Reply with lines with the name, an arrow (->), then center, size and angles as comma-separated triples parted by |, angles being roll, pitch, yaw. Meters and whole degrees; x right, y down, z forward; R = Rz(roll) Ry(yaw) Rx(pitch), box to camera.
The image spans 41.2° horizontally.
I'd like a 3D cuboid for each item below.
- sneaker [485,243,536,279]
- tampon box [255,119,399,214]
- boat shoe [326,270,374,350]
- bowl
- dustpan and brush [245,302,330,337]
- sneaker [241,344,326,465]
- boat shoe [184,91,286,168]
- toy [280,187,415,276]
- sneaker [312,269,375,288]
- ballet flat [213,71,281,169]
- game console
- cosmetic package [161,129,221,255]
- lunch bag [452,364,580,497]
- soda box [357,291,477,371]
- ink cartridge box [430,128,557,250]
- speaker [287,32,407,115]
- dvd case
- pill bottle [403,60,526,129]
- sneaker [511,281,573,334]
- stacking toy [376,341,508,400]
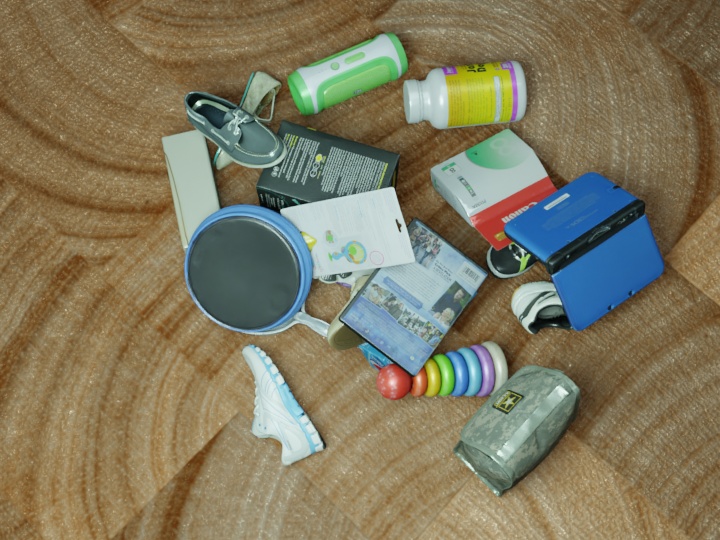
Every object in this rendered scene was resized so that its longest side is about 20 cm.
sneaker -> 0.291, -0.062, 1.567 | 0.200, 0.083, 0.072 | -32, 73, -12
tampon box -> -0.050, -0.131, 1.549 | 0.199, 0.150, 0.127 | 18, 71, 5
boat shoe -> 0.019, 0.041, 1.476 | 0.200, 0.072, 0.065 | -43, 48, -10
bowl -> -0.174, 0.001, 1.458 | 0.200, 0.039, 0.202 | 3, 107, 9
dustpan and brush -> -0.118, 0.063, 1.522 | 0.199, 0.057, 0.140 | 30, 72, 9
sneaker -> -0.139, 0.207, 1.465 | 0.086, 0.075, 0.200 | -32, 73, -6
boat shoe -> -0.201, -0.223, 1.495 | 0.200, 0.062, 0.073 | 32, 76, 28
toy -> -0.015, -0.059, 1.439 | 0.199, 0.047, 0.116 | -9, 108, 28
sneaker -> 0.000, 0.000, 1.545 | 0.199, 0.083, 0.081 | 22, 89, -9
ballet flat -> -0.188, -0.254, 1.638 | 0.062, 0.067, 0.201 | 22, 71, -4
game console -> 0.350, -0.034, 1.500 | 0.200, 0.119, 0.171 | -31, 48, -19
cosmetic package -> -0.265, -0.115, 1.563 | 0.073, 0.104, 0.201 | -14, 69, -6
lunch bag -> 0.231, 0.228, 1.395 | 0.164, 0.200, 0.118 | -43, 76, -14
soda box -> 0.090, 0.075, 1.509 | 0.200, 0.064, 0.068 | -47, 44, -15
ink cartridge box -> 0.232, -0.137, 1.572 | 0.160, 0.050, 0.200 | -28, 44, -11
speaker -> -0.022, -0.340, 1.661 | 0.199, 0.089, 0.089 | -25, 72, -10
dvd case -> 0.080, 0.038, 1.431 | 0.142, 0.018, 0.200 | 37, 75, 2
pill bottle -> 0.177, -0.298, 1.641 | 0.199, 0.104, 0.105 | -7, 70, -4
sneaker -> 0.343, 0.056, 1.516 | 0.199, 0.076, 0.088 | -15, 37, 2
stacking toy -> 0.120, 0.163, 1.456 | 0.199, 0.085, 0.086 | -7, 69, -19
